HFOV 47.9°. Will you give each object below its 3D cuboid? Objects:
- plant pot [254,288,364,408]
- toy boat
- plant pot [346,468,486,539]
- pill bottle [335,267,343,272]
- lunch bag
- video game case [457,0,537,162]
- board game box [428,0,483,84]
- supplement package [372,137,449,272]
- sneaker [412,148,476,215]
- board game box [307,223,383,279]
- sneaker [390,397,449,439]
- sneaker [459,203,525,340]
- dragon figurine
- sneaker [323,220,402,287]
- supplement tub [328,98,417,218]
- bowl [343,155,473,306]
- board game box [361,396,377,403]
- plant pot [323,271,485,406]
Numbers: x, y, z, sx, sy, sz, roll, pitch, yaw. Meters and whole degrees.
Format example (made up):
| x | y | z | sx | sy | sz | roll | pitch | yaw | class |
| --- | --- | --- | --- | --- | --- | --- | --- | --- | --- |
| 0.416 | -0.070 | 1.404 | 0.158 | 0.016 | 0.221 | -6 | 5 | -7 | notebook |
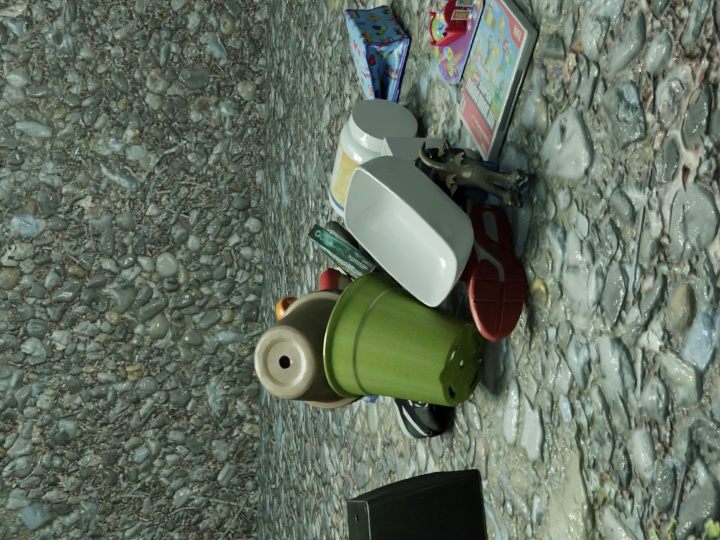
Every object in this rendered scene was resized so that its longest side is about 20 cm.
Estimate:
| x | y | z | sx | sy | sz | roll | pitch | yaw | class |
| --- | --- | --- | --- | --- | --- | --- | --- | --- | --- |
| -0.079 | 0.136 | 1.310 | 0.174 | 0.198 | 0.202 | -7 | -83 | -66 | plant pot |
| -0.090 | 0.086 | 1.464 | 0.131 | 0.130 | 0.201 | -82 | 15 | -75 | toy boat |
| 0.080 | 0.425 | 1.280 | 0.200 | 0.176 | 0.202 | 134 | 134 | -70 | plant pot |
| -0.023 | 0.099 | 1.744 | 0.113 | 0.112 | 0.202 | 140 | 127 | -70 | pill bottle |
| 0.029 | -0.396 | 1.608 | 0.151 | 0.093 | 0.201 | -112 | 17 | -46 | lunch bag |
| 0.188 | -0.274 | 1.144 | 0.144 | 0.017 | 0.201 | -107 | 23 | -46 | video game case |
| 0.135 | -0.400 | 1.282 | 0.201 | 0.039 | 0.159 | 106 | 157 | -45 | board game box |
| 0.085 | -0.108 | 1.352 | 0.114 | 0.108 | 0.201 | -107 | 22 | -46 | supplement package |
| 0.111 | -0.084 | 1.226 | 0.073 | 0.111 | 0.202 | -157 | 67 | -73 | sneaker |
| 0.000 | 0.000 | 1.372 | 0.135 | 0.028 | 0.200 | 35 | 175 | 26 | board game box |
| 0.088 | 0.183 | 1.360 | 0.112 | 0.073 | 0.201 | -25 | 93 | 55 | sneaker |
| 0.177 | 0.019 | 1.132 | 0.116 | 0.078 | 0.202 | 101 | 175 | -61 | sneaker |
| 0.150 | -0.129 | 1.110 | 0.200 | 0.099 | 0.059 | 31 | 101 | 63 | dragon figurine |
| 0.015 | -0.044 | 1.481 | 0.074 | 0.199 | 0.080 | 20 | 79 | 56 | sneaker |
| 0.024 | -0.198 | 1.502 | 0.201 | 0.143 | 0.145 | 106 | 157 | -45 | supplement tub |
| 0.074 | -0.061 | 1.125 | 0.200 | 0.075 | 0.200 | 45 | 159 | 12 | bowl |
| 0.045 | 0.152 | 1.545 | 0.200 | 0.034 | 0.136 | 109 | 177 | -58 | board game box |
| 0.079 | 0.119 | 1.216 | 0.189 | 0.199 | 0.202 | 14 | 108 | 35 | plant pot |
